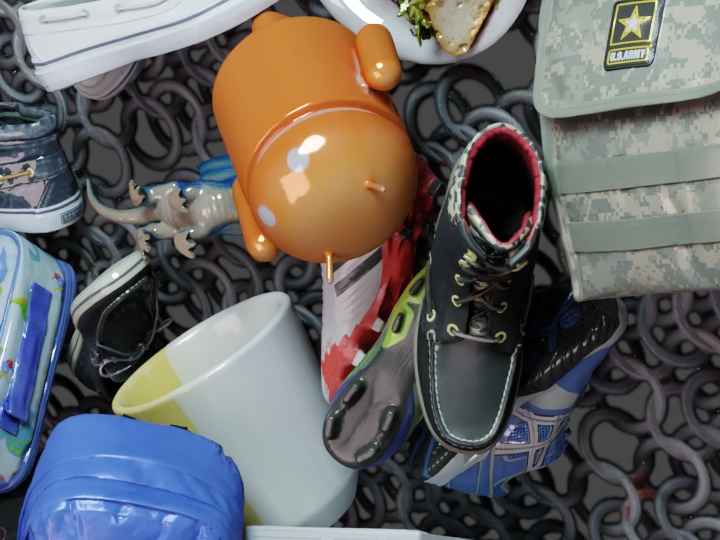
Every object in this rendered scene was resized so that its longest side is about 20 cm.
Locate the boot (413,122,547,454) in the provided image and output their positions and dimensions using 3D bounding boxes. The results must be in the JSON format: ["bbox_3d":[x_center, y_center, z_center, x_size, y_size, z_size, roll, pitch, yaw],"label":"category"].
[{"bbox_3d":[0.075,0.011,1.424,0.073,0.154,0.206,7,84,0],"label":"boot"}]

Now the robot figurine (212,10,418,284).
[{"bbox_3d":[-0.029,-0.087,1.479,0.117,0.143,0.201,65,-178,-46],"label":"robot figurine"}]

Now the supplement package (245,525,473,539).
[{"bbox_3d":[0.036,0.240,1.569,0.155,0.199,0.112,-3,77,39],"label":"supplement package"}]

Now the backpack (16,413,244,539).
[{"bbox_3d":[-0.156,0.210,1.538,0.161,0.168,0.201,11,123,-11],"label":"backpack"}]

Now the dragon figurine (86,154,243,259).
[{"bbox_3d":[-0.112,-0.048,1.640,0.199,0.099,0.059,0,104,52],"label":"dragon figurine"}]

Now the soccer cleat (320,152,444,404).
[{"bbox_3d":[0.000,0.000,1.581,0.085,0.068,0.201,34,124,35],"label":"soccer cleat"}]

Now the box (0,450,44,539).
[{"bbox_3d":[-0.218,0.213,1.744,0.148,0.199,0.125,12,123,59],"label":"box"}]

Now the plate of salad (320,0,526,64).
[{"bbox_3d":[0.024,-0.225,1.456,0.199,0.048,0.202,18,123,30],"label":"plate of salad"}]

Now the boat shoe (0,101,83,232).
[{"bbox_3d":[-0.306,-0.084,1.776,0.199,0.071,0.092,2,114,29],"label":"boat shoe"}]

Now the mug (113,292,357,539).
[{"bbox_3d":[-0.092,0.126,1.659,0.186,0.150,0.154,-23,107,32],"label":"mug"}]

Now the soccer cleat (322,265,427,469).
[{"bbox_3d":[0.044,0.050,1.548,0.065,0.084,0.201,40,98,6],"label":"soccer cleat"}]

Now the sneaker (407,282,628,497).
[{"bbox_3d":[0.117,0.082,1.540,0.077,0.076,0.200,26,128,-26],"label":"sneaker"}]

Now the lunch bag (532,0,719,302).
[{"bbox_3d":[0.194,-0.093,1.349,0.163,0.117,0.202,-4,102,43],"label":"lunch bag"}]

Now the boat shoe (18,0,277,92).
[{"bbox_3d":[-0.140,-0.184,1.539,0.199,0.074,0.067,-22,109,7],"label":"boat shoe"}]

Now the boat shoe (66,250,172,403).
[{"bbox_3d":[-0.179,0.045,1.711,0.062,0.074,0.200,47,154,11],"label":"boat shoe"}]

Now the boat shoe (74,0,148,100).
[{"bbox_3d":[-0.181,-0.199,1.613,0.071,0.070,0.201,39,130,15],"label":"boat shoe"}]

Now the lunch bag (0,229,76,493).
[{"bbox_3d":[-0.303,0.074,1.742,0.160,0.202,0.082,-9,151,37],"label":"lunch bag"}]
